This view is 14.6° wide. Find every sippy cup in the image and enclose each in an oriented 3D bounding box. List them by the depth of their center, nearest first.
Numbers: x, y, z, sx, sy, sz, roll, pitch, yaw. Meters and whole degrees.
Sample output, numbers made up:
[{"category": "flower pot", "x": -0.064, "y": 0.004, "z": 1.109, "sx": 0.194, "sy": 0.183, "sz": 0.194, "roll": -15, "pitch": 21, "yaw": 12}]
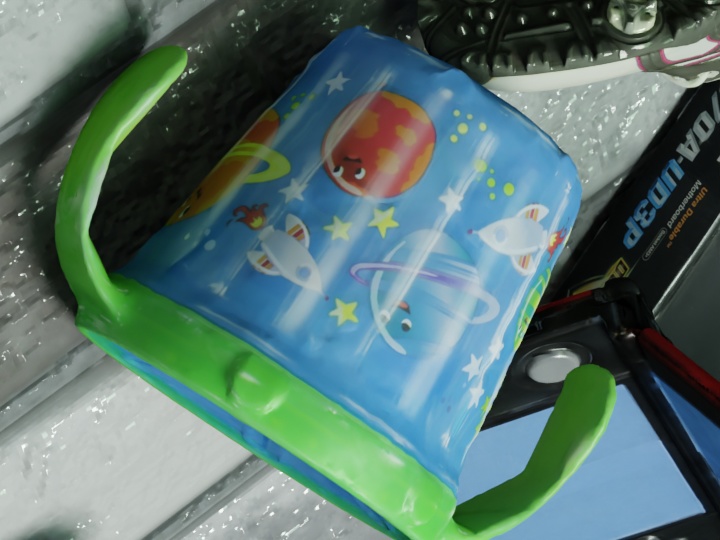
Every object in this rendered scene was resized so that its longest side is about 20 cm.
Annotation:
[{"category": "sippy cup", "x": 0.000, "y": 0.000, "z": 0.895, "sx": 0.130, "sy": 0.140, "sz": 0.178, "roll": -56, "pitch": 149, "yaw": -7}]

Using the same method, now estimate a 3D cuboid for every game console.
[{"category": "game console", "x": 0.107, "y": 0.103, "z": 1.024, "sx": 0.172, "sy": 0.119, "sz": 0.200, "roll": -20, "pitch": 145, "yaw": 12}]

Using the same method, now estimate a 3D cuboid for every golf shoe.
[{"category": "golf shoe", "x": 0.107, "y": -0.091, "z": 0.969, "sx": 0.200, "sy": 0.077, "sz": 0.088, "roll": -22, "pitch": 146, "yaw": -26}]

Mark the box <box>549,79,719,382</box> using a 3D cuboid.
[{"category": "box", "x": 0.173, "y": 0.000, "z": 1.123, "sx": 0.159, "sy": 0.046, "sz": 0.200, "roll": -55, "pitch": 141, "yaw": 5}]
